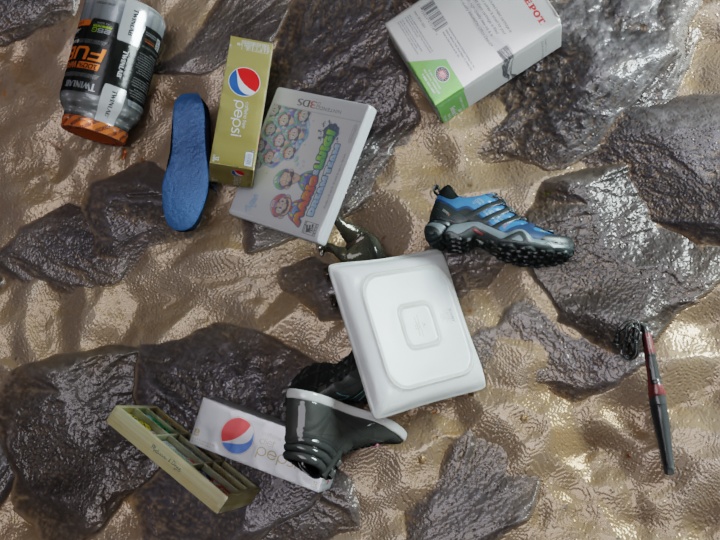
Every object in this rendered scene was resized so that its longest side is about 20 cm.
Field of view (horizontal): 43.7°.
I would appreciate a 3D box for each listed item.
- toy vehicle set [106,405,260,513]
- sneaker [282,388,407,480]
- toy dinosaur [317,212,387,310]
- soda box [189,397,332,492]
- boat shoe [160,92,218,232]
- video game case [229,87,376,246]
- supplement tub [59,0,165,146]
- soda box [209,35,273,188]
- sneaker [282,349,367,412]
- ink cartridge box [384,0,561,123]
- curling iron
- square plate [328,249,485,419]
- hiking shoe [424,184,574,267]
[{"bbox_3d":[-0.238,0.252,1.218,0.199,0.124,0.027,35,90,15],"label":"toy vehicle set"},{"bbox_3d":[-0.025,0.223,1.151,0.070,0.199,0.100,-3,69,49],"label":"sneaker"},{"bbox_3d":[0.000,0.000,1.239,0.101,0.077,0.202,-13,74,-3],"label":"toy dinosaur"},{"bbox_3d":[-0.129,0.236,1.228,0.198,0.064,0.069,17,86,15],"label":"soda box"},{"bbox_3d":[-0.239,-0.153,1.310,0.083,0.069,0.202,9,85,5],"label":"boat shoe"},{"bbox_3d":[-0.085,-0.150,1.262,0.181,0.024,0.202,19,86,37],"label":"video game case"},{"bbox_3d":[-0.370,-0.294,1.329,0.121,0.123,0.202,11,84,14],"label":"supplement tub"},{"bbox_3d":[-0.169,-0.225,1.277,0.063,0.068,0.202,9,72,-7],"label":"soda box"},{"bbox_3d":[-0.019,0.157,1.208,0.199,0.079,0.076,-28,33,27],"label":"sneaker"},{"bbox_3d":[0.156,-0.324,1.235,0.199,0.084,0.146,-32,77,7],"label":"ink cartridge box"},{"bbox_3d":[0.370,0.160,1.150,0.049,0.025,0.202,-19,82,31],"label":"curling iron"},{"bbox_3d":[0.068,0.072,1.158,0.028,0.197,0.202,-32,72,51],"label":"square plate"},{"bbox_3d":[0.187,-0.063,1.189,0.198,0.074,0.088,12,72,6],"label":"hiking shoe"}]
